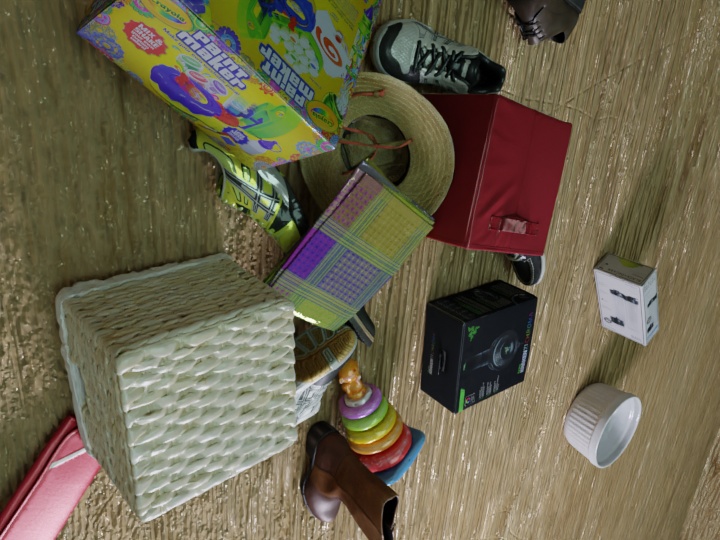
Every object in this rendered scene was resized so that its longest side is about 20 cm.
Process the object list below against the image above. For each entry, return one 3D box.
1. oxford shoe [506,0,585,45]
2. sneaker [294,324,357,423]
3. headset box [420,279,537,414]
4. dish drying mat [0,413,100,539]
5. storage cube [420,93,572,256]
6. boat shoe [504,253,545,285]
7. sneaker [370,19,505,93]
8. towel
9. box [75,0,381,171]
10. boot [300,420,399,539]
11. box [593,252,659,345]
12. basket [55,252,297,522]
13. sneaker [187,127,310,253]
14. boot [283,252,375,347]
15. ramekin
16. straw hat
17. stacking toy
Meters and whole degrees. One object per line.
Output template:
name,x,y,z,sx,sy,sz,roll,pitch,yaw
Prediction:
oxford shoe,0.258,-0.378,0.802,0.198,0.072,0.085,0,111,-39
sneaker,-0.076,0.152,0.759,0.200,0.076,0.088,-41,138,7
headset box,0.201,0.130,0.963,0.198,0.092,0.176,-13,116,-34
dish drying mat,-0.349,0.260,0.606,0.201,0.018,0.077,-60,143,-12
storage cube,0.152,-0.129,0.744,0.170,0.199,0.182,3,101,-39
boat shoe,0.271,-0.054,0.952,0.060,0.074,0.202,-30,122,-25
sneaker,0.107,-0.271,0.706,0.198,0.087,0.077,-3,113,-36
towel,-0.012,-0.020,0.652,0.143,0.023,0.200,30,106,-40
box,-0.101,-0.234,0.497,0.200,0.121,0.195,37,60,-42
boot,-0.008,0.349,0.817,0.068,0.199,0.191,-7,113,-36
box,0.604,0.065,1.245,0.060,0.116,0.201,-41,129,-17
basket,-0.188,0.110,0.585,0.199,0.160,0.201,-16,117,-38
sneaker,-0.121,-0.088,0.627,0.076,0.075,0.201,-34,114,-12
boot,0.000,0.000,0.761,0.139,0.077,0.201,-48,132,-18
ramekin,0.608,0.383,1.395,0.199,0.105,0.202,-16,118,-32
straw hat,0.021,-0.153,0.691,0.198,0.085,0.203,3,118,6
stacking toy,0.008,0.220,0.853,0.116,0.109,0.202,-42,120,-36
